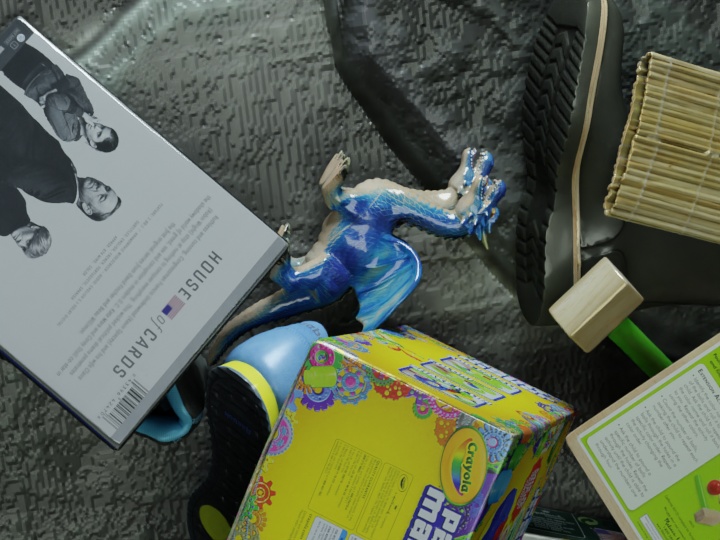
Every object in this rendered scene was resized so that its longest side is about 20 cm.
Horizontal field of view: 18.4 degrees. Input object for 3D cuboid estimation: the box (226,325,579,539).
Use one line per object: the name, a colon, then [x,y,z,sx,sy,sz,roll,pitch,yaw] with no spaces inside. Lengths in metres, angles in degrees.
box: [0.014,0.148,1.235,0.121,0.193,0.201,25,98,13]

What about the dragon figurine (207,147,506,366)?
dragon figurine: [0.000,0.000,1.288,0.099,0.059,0.200,37,92,-10]

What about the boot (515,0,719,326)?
boot: [0.168,-0.067,1.298,0.137,0.078,0.201,-2,117,-14]

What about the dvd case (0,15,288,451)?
dvd case: [-0.162,-0.021,1.228,0.200,0.025,0.150,40,79,1]

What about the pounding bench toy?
pounding bench toy: [0.197,0.091,1.292,0.124,0.156,0.201,-35,74,9]

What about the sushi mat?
sushi mat: [0.229,-0.059,1.293,0.199,0.012,0.096,12,95,-33]

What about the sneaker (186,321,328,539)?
sneaker: [-0.051,0.111,1.295,0.078,0.066,0.201,-34,149,-37]

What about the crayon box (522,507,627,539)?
crayon box: [0.089,0.246,1.380,0.126,0.051,0.201,12,103,-11]

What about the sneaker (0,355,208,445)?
sneaker: [-0.171,0.030,1.263,0.199,0.082,0.073,29,102,-14]
